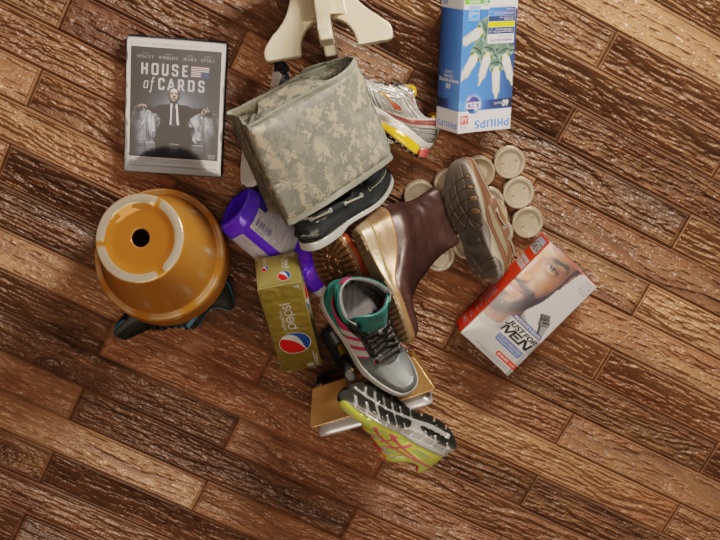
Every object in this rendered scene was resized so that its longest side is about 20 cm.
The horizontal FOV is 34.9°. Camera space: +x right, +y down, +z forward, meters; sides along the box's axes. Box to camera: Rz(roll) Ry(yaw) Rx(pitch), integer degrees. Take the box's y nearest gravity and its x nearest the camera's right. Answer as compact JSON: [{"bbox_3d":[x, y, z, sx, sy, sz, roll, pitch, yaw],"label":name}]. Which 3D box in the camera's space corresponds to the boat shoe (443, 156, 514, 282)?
[{"bbox_3d":[0.183,-0.083,1.739,0.072,0.075,0.202,-35,118,-37],"label":"boat shoe"}]

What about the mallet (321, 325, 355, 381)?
[{"bbox_3d":[-0.030,0.123,1.741,0.041,0.200,0.066,-29,95,0],"label":"mallet"}]

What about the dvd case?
[{"bbox_3d":[-0.275,-0.244,1.706,0.148,0.025,0.202,3,108,-4],"label":"dvd case"}]

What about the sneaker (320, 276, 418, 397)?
[{"bbox_3d":[0.023,0.086,1.648,0.083,0.121,0.200,-37,83,-20],"label":"sneaker"}]

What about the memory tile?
[{"bbox_3d":[0.175,-0.097,1.776,0.198,0.017,0.155,-20,107,4],"label":"memory tile"}]

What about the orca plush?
[{"bbox_3d":[-0.125,-0.219,1.714,0.105,0.071,0.202,17,106,39],"label":"orca plush"}]

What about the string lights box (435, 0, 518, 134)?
[{"bbox_3d":[0.169,-0.307,1.669,0.102,0.059,0.202,-10,110,-31],"label":"string lights box"}]

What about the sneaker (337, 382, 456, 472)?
[{"bbox_3d":[0.042,0.241,1.688,0.199,0.078,0.091,32,115,-16],"label":"sneaker"}]

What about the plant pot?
[{"bbox_3d":[-0.297,-0.030,1.652,0.198,0.183,0.203,0,81,1],"label":"plant pot"}]

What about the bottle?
[{"bbox_3d":[-0.120,-0.036,1.744,0.065,0.084,0.200,-28,124,38],"label":"bottle"}]

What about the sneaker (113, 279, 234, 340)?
[{"bbox_3d":[-0.289,0.066,1.774,0.199,0.073,0.082,-27,107,6],"label":"sneaker"}]

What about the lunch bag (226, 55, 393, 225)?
[{"bbox_3d":[-0.063,-0.190,1.617,0.199,0.118,0.165,-29,117,-12],"label":"lunch bag"}]

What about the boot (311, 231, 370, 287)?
[{"bbox_3d":[0.000,0.000,1.759,0.075,0.107,0.201,-17,114,39],"label":"boot"}]

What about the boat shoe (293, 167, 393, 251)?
[{"bbox_3d":[-0.024,-0.106,1.687,0.075,0.200,0.061,8,131,39],"label":"boat shoe"}]

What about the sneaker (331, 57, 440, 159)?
[{"bbox_3d":[0.036,-0.253,1.698,0.199,0.078,0.082,35,95,-20],"label":"sneaker"}]

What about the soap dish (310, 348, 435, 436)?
[{"bbox_3d":[0.016,0.187,1.790,0.198,0.157,0.082,-18,91,2],"label":"soap dish"}]

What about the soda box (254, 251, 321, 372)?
[{"bbox_3d":[-0.109,0.065,1.741,0.067,0.064,0.201,-10,136,1],"label":"soda box"}]

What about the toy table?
[{"bbox_3d":[-0.050,-0.366,1.609,0.198,0.184,0.119,-10,92,13],"label":"toy table"}]

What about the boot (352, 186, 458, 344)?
[{"bbox_3d":[0.088,-0.010,1.713,0.165,0.072,0.202,-25,97,-29],"label":"boot"}]

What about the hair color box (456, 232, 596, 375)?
[{"bbox_3d":[0.259,0.053,1.802,0.111,0.064,0.200,41,100,-13],"label":"hair color box"}]
